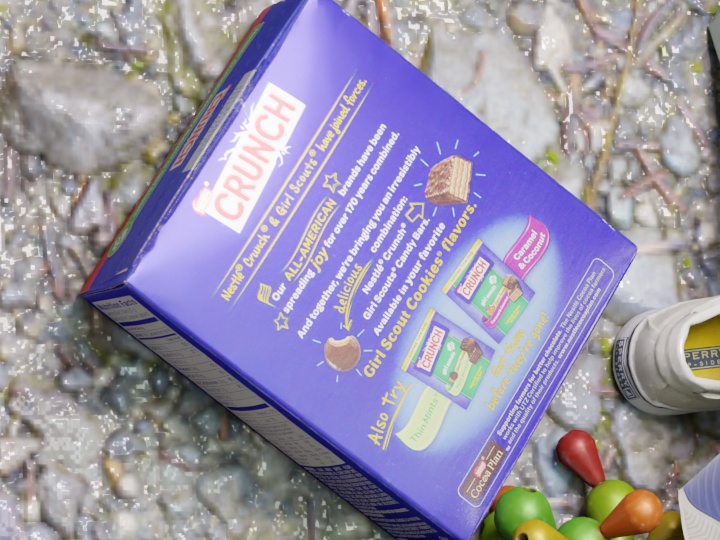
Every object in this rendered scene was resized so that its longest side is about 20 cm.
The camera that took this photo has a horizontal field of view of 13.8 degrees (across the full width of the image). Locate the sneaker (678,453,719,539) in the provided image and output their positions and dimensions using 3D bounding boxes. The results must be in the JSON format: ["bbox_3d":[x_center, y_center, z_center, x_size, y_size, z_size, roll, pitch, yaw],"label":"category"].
[{"bbox_3d":[0.229,0.161,1.355,0.080,0.115,0.200,-39,74,16],"label":"sneaker"}]

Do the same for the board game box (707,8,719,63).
[{"bbox_3d":[0.264,-0.055,1.431,0.147,0.064,0.201,11,45,-23],"label":"board game box"}]

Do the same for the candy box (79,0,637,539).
[{"bbox_3d":[0.000,0.000,1.345,0.200,0.077,0.170,39,70,-16],"label":"candy box"}]

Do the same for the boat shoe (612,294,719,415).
[{"bbox_3d":[0.226,0.025,1.442,0.201,0.086,0.075,-7,85,-25],"label":"boat shoe"}]

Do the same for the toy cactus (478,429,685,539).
[{"bbox_3d":[0.118,0.160,1.336,0.102,0.200,0.166,-29,100,12],"label":"toy cactus"}]
